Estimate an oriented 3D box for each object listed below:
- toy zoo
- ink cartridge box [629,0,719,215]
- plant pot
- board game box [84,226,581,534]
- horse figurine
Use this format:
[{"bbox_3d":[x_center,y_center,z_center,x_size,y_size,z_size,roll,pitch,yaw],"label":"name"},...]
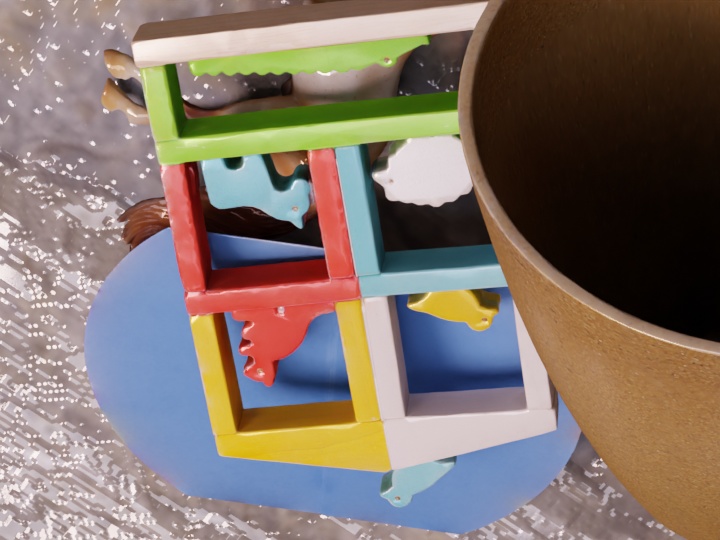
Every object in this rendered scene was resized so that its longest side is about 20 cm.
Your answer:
[{"bbox_3d":[0.000,0.000,0.753,0.131,0.020,0.201,-5,116,9],"label":"toy zoo"},{"bbox_3d":[0.157,-0.083,0.727,0.200,0.050,0.161,26,122,-2],"label":"ink cartridge box"},{"bbox_3d":[0.131,0.007,0.680,0.186,0.187,0.200,4,144,10],"label":"plant pot"},{"bbox_3d":[-0.009,0.035,0.834,0.199,0.039,0.158,8,135,4],"label":"board game box"},{"bbox_3d":[-0.024,-0.082,0.763,0.132,0.050,0.200,22,122,0],"label":"horse figurine"}]
